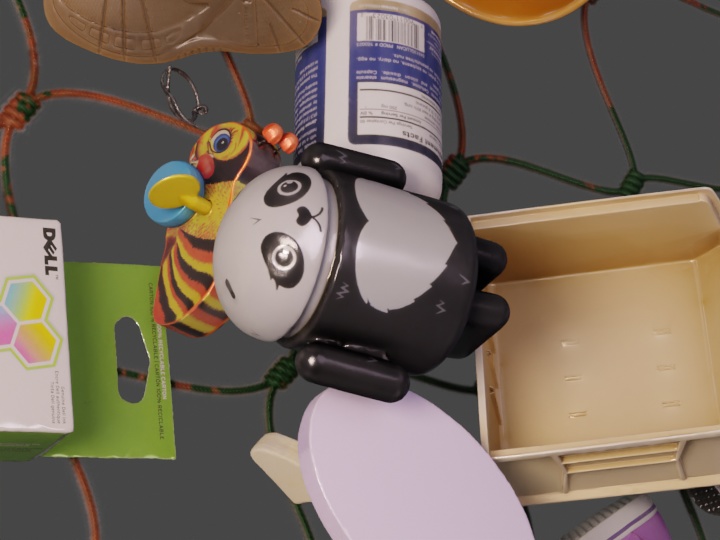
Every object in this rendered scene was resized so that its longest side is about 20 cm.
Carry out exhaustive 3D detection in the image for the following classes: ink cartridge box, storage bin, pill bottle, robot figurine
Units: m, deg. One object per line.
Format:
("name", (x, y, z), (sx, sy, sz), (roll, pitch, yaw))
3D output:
("ink cartridge box", (-0.206, 0.045, 1.295), (0.199, 0.076, 0.148), (3, 69, -28))
("storage bin", (0.185, 0.056, 1.437), (0.198, 0.094, 0.201), (-7, 58, 8))
("pill bottle", (0.006, -0.098, 1.457), (0.111, 0.111, 0.201), (12, 65, -26))
("robot figurine", (0.001, 0.000, 1.313), (0.199, 0.150, 0.125), (14, 108, -23))

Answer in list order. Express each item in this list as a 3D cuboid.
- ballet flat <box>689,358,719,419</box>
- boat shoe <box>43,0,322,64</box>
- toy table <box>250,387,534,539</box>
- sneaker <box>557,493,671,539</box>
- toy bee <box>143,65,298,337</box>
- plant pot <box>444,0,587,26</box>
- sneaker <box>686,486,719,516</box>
("ballet flat", (0.327, 0.096, 1.527), (0.200, 0.067, 0.063), (9, 58, -44))
("boat shoe", (-0.128, -0.192, 1.428), (0.199, 0.074, 0.063), (4, 24, -4))
("toy table", (0.016, 0.174, 1.350), (0.184, 0.117, 0.200), (-32, 88, -35))
("sneaker", (0.170, 0.250, 1.440), (0.200, 0.073, 0.115), (-25, 87, -35))
("toy bee", (-0.097, -0.060, 1.371), (0.131, 0.108, 0.201), (-6, 82, -56))
("plant pot", (0.148, -0.325, 1.598), (0.200, 0.200, 0.183), (49, 40, -5))
("sneaker", (0.277, 0.094, 1.575), (0.080, 0.074, 0.201), (-9, 81, -45))
